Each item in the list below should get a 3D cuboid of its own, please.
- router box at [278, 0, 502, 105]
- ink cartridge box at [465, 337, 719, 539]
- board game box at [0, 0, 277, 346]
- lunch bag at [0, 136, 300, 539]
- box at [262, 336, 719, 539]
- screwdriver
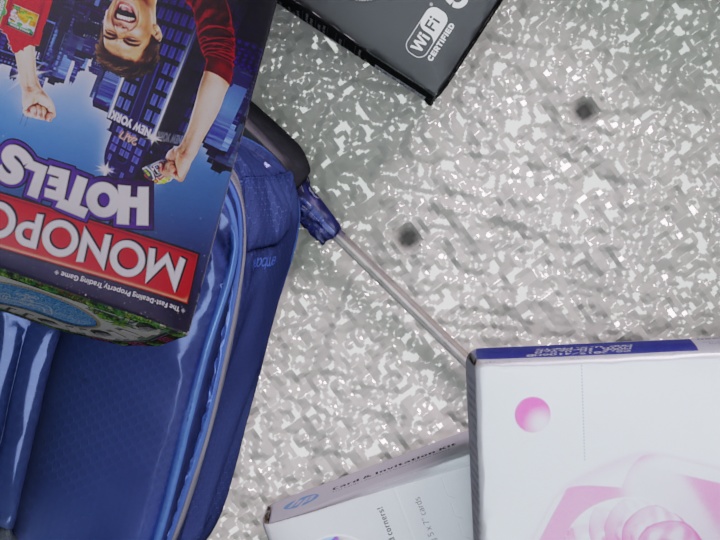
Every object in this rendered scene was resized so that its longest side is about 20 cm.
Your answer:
[{"bbox_3d":[0.019,-0.184,0.942,0.150,0.062,0.200,33,93,1],"label":"router box"},{"bbox_3d":[0.140,0.124,0.927,0.195,0.043,0.201,-3,95,0],"label":"ink cartridge box"},{"bbox_3d":[-0.141,-0.052,0.797,0.199,0.062,0.201,20,72,-17],"label":"board game box"},{"bbox_3d":[-0.113,0.036,0.909,0.135,0.132,0.201,16,99,9],"label":"lunch bag"},{"bbox_3d":[0.083,0.129,0.968,0.199,0.041,0.156,-21,96,1],"label":"box"},{"bbox_3d":[0.000,0.000,0.973,0.200,0.028,0.029,49,64,-4],"label":"screwdriver"}]
